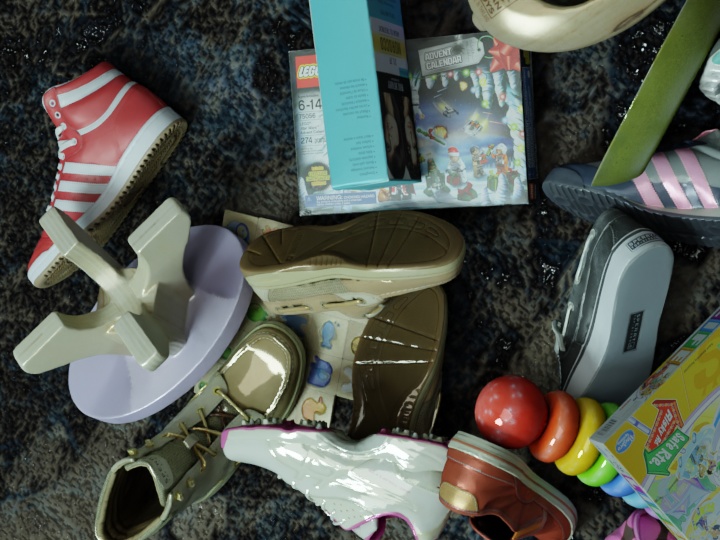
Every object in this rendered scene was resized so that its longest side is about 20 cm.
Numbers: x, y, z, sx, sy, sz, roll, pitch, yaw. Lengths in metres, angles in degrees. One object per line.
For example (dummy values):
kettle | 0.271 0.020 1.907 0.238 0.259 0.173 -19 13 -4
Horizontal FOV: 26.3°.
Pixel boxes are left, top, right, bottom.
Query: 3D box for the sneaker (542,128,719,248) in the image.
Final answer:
sneaker | 0.240 -0.069 1.175 0.199 0.070 0.083 11 72 24

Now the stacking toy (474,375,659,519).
stacking toy | 0.178 0.126 1.151 0.199 0.085 0.086 21 106 -17

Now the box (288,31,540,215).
box | 0.042 -0.118 1.249 0.198 0.040 0.138 -3 94 22

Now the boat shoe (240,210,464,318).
boat shoe | 0.000 0.000 1.239 0.199 0.071 0.065 -2 130 33

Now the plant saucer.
plant saucer | 0.223 -0.142 1.093 0.031 0.200 0.201 29 106 7

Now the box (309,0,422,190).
box | 0.002 -0.165 1.195 0.049 0.082 0.202 -7 90 21

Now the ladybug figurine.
ladybug figurine | 0.163 -0.231 1.082 0.199 0.072 0.136 -30 84 21

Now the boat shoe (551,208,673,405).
boat shoe | 0.182 0.047 1.191 0.068 0.073 0.201 48 143 45

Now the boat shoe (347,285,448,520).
boat shoe | 0.031 0.105 1.267 0.071 0.064 0.202 14 85 25

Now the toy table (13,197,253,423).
toy table | -0.190 0.031 1.280 0.183 0.117 0.201 36 89 33

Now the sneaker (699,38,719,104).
sneaker | 0.282 -0.155 1.074 0.077 0.200 0.092 7 85 18

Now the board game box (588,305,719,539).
board game box | 0.282 0.102 1.120 0.200 0.034 0.135 -44 98 -7

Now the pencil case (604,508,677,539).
pencil case | 0.189 0.285 1.214 0.200 0.090 0.094 -53 42 20

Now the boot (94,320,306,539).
boot | -0.132 0.138 1.277 0.072 0.155 0.200 41 113 10

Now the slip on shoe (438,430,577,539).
slip on shoe | 0.110 0.179 1.179 0.074 0.200 0.062 19 78 31

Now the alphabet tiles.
alphabet tiles | -0.071 0.043 1.330 0.199 0.006 0.168 14 101 19

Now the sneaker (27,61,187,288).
sneaker | -0.251 -0.088 1.349 0.112 0.071 0.200 42 101 8

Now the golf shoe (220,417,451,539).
golf shoe | -0.020 0.162 1.200 0.198 0.075 0.092 5 86 20
